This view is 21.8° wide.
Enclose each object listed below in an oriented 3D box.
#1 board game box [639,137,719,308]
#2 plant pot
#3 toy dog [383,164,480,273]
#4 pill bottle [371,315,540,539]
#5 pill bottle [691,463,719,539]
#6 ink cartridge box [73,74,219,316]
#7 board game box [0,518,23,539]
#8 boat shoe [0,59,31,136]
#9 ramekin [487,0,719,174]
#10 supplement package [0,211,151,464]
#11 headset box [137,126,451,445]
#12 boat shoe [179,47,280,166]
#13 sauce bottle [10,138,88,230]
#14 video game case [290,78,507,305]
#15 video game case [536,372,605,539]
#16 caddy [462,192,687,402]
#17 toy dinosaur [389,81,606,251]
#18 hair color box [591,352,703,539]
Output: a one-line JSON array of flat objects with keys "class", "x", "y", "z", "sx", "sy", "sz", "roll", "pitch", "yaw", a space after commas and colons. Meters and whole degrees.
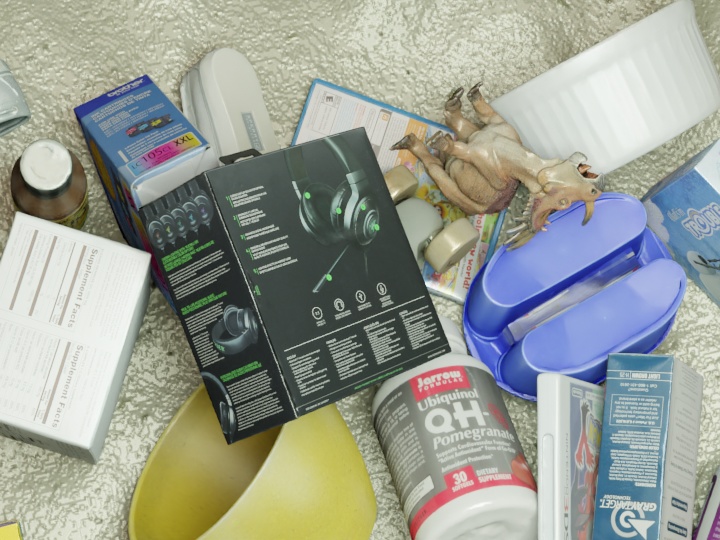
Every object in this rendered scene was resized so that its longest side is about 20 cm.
[{"class": "board game box", "x": 0.332, "y": -0.009, "z": 1.573, "sx": 0.043, "sy": 0.200, "sz": 0.199, "roll": -44, "pitch": 88, "yaw": -12}, {"class": "plant pot", "x": -0.071, "y": 0.182, "z": 1.509, "sx": 0.142, "sy": 0.199, "sz": 0.201, "roll": 40, "pitch": 77, "yaw": -25}, {"class": "toy dog", "x": 0.000, "y": 0.000, "z": 1.548, "sx": 0.198, "sy": 0.097, "sz": 0.133, "roll": -17, "pitch": 66, "yaw": -19}, {"class": "pill bottle", "x": 0.072, "y": 0.139, "z": 1.531, "sx": 0.109, "sy": 0.111, "sz": 0.201, "roll": -13, "pitch": 53, "yaw": -9}, {"class": "pill bottle", "x": 0.340, "y": 0.225, "z": 1.582, "sx": 0.111, "sy": 0.112, "sz": 0.202, "roll": 23, "pitch": 79, "yaw": -4}, {"class": "ink cartridge box", "x": -0.164, "y": -0.067, "z": 1.522, "sx": 0.076, "sy": 0.200, "sz": 0.138, "roll": -24, "pitch": 122, "yaw": -11}, {"class": "board game box", "x": -0.352, "y": 0.307, "z": 1.503, "sx": 0.198, "sy": 0.057, "sz": 0.167, "roll": -13, "pitch": 81, "yaw": -9}, {"class": "boat shoe", "x": -0.365, "y": -0.100, "z": 1.559, "sx": 0.200, "sy": 0.070, "sz": 0.072, "roll": -35, "pitch": 83, "yaw": -14}, {"class": "ramekin", "x": 0.211, "y": -0.143, "z": 1.585, "sx": 0.199, "sy": 0.200, "sz": 0.098, "roll": -28, "pitch": 93, "yaw": -11}, {"class": "supplement package", "x": -0.239, "y": 0.059, "z": 1.484, "sx": 0.110, "sy": 0.200, "sz": 0.157, "roll": 18, "pitch": 79, "yaw": -4}, {"class": "headset box", "x": -0.050, "y": 0.002, "z": 1.390, "sx": 0.173, "sy": 0.092, "sz": 0.202, "roll": -21, "pitch": 88, "yaw": -44}, {"class": "boat shoe", "x": -0.111, "y": -0.086, "z": 1.595, "sx": 0.072, "sy": 0.068, "sz": 0.202, "roll": -13, "pitch": 82, "yaw": -46}, {"class": "sauce bottle", "x": -0.251, "y": -0.066, "z": 1.504, "sx": 0.064, "sy": 0.200, "sz": 0.066, "roll": 1, "pitch": 83, "yaw": -6}, {"class": "video game case", "x": 0.029, "y": -0.068, "z": 1.635, "sx": 0.198, "sy": 0.018, "sz": 0.145, "roll": 20, "pitch": 78, "yaw": -4}, {"class": "video game case", "x": 0.187, "y": 0.185, "z": 1.533, "sx": 0.023, "sy": 0.200, "sz": 0.185, "roll": -3, "pitch": 80, "yaw": 24}, {"class": "caddy", "x": 0.184, "y": 0.024, "z": 1.596, "sx": 0.199, "sy": 0.105, "sz": 0.142, "roll": -28, "pitch": 78, "yaw": -10}, {"class": "toy dinosaur", "x": 0.106, "y": -0.076, "z": 1.544, "sx": 0.086, "sy": 0.200, "sz": 0.136, "roll": -43, "pitch": 101, "yaw": -14}, {"class": "hair color box", "x": 0.233, "y": 0.175, "z": 1.524, "sx": 0.060, "sy": 0.100, "sz": 0.202, "roll": 1, "pitch": 77, "yaw": 26}]
